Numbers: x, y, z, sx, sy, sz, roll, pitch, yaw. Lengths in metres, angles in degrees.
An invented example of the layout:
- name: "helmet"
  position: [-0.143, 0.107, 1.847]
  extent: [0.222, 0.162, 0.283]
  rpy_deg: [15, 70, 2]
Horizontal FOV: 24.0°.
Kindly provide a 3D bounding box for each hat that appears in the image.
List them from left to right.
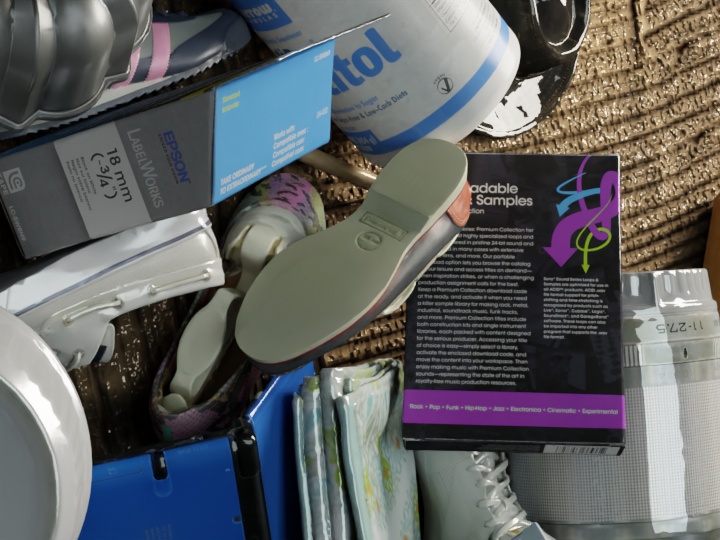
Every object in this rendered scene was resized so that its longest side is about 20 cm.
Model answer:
- name: "hat"
  position: [0.110, -0.198, 1.218]
  extent: [0.200, 0.081, 0.202]
  rpy_deg: [3, 85, -37]

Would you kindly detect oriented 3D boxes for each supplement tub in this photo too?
- name: "supplement tub"
  position: [-0.001, -0.176, 1.096]
  extent: [0.200, 0.132, 0.132]
  rpy_deg: [46, 60, -25]

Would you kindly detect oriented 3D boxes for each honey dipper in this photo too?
- name: "honey dipper"
  position: [0.019, -0.056, 1.162]
  extent: [0.199, 0.038, 0.038]
  rpy_deg: [23, 73, -34]

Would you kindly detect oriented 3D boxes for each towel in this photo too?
- name: "towel"
  position: [0.005, 0.157, 1.072]
  extent: [0.171, 0.048, 0.201]
  rpy_deg: [-4, 89, -76]

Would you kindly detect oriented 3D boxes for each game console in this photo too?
- name: "game console"
  position: [-0.091, 0.165, 1.033]
  extent: [0.170, 0.118, 0.201]
  rpy_deg: [-11, 115, -9]

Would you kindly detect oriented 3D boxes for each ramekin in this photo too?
- name: "ramekin"
  position: [-0.233, 0.110, 0.864]
  extent: [0.201, 0.094, 0.204]
  rpy_deg: [-1, 94, -14]

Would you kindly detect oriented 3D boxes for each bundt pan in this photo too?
- name: "bundt pan"
  position: [-0.200, -0.183, 0.929]
  extent: [0.201, 0.076, 0.203]
  rpy_deg: [9, 65, -21]

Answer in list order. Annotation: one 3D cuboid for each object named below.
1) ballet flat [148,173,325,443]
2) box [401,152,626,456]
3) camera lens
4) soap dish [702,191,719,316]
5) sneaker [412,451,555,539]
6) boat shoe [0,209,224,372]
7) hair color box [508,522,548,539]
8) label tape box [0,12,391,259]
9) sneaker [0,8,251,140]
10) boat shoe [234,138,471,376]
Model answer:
- name: "ballet flat"
  position: [-0.075, 0.019, 1.054]
  extent: [0.069, 0.071, 0.201]
  rpy_deg: [21, 70, 12]
- name: "box"
  position: [0.100, 0.019, 1.111]
  extent: [0.142, 0.036, 0.201]
  rpy_deg: [2, 72, 3]
- name: "camera lens"
  position: [0.180, 0.104, 1.200]
  extent: [0.159, 0.160, 0.201]
  rpy_deg: [-3, 88, -39]
- name: "soap dish"
  position: [0.363, 0.021, 1.403]
  extent: [0.199, 0.081, 0.158]
  rpy_deg: [21, 73, -35]
- name: "sneaker"
  position: [0.095, 0.155, 1.133]
  extent: [0.073, 0.115, 0.201]
  rpy_deg: [-12, 105, -35]
- name: "boat shoe"
  position: [-0.167, 0.025, 0.973]
  extent: [0.199, 0.071, 0.070]
  rpy_deg: [-26, 101, -27]
- name: "hair color box"
  position: [0.117, 0.257, 1.083]
  extent: [0.099, 0.061, 0.200]
  rpy_deg: [-33, 131, 1]
- name: "label tape box"
  position: [-0.085, -0.075, 0.950]
  extent: [0.144, 0.199, 0.064]
  rpy_deg: [-35, 108, -59]
- name: "sneaker"
  position: [-0.152, -0.140, 1.011]
  extent: [0.199, 0.070, 0.083]
  rpy_deg: [-27, 104, -39]
- name: "boat shoe"
  position: [0.000, 0.000, 1.046]
  extent: [0.200, 0.071, 0.063]
  rpy_deg: [-46, 154, -29]
